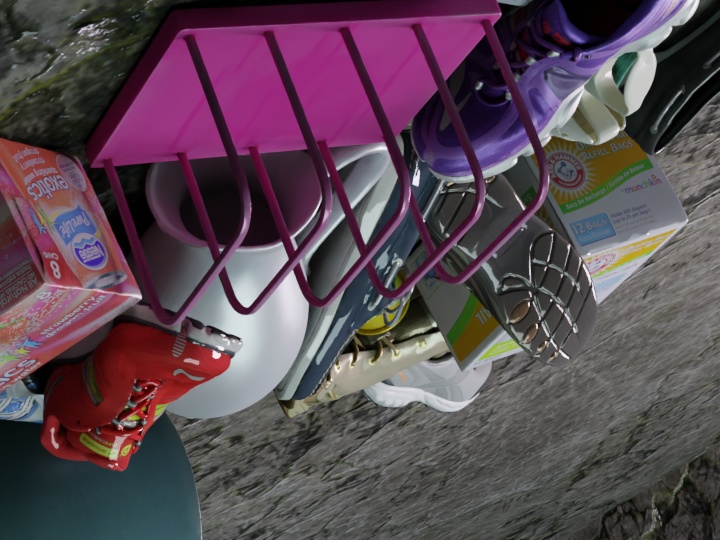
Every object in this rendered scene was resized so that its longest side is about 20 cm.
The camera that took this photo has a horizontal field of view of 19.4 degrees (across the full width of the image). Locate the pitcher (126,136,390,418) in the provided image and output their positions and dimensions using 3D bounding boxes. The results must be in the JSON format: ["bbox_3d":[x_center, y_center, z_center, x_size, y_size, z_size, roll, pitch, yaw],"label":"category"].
[{"bbox_3d":[-0.066,-0.004,1.301,0.171,0.121,0.200,-22,152,-27],"label":"pitcher"}]

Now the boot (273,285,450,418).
[{"bbox_3d":[0.000,0.054,1.647,0.155,0.073,0.200,-22,168,-5],"label":"boot"}]

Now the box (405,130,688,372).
[{"bbox_3d":[0.136,-0.021,1.583,0.112,0.101,0.200,-17,162,-32],"label":"box"}]

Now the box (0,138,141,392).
[{"bbox_3d":[-0.234,0.021,1.134,0.200,0.095,0.103,-32,163,18],"label":"box"}]

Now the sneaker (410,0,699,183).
[{"bbox_3d":[0.105,-0.131,1.229,0.200,0.081,0.083,-41,168,15],"label":"sneaker"}]

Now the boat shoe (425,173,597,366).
[{"bbox_3d":[0.097,-0.015,1.457,0.074,0.073,0.200,-41,124,-7],"label":"boat shoe"}]

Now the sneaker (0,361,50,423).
[{"bbox_3d":[-0.226,0.057,1.338,0.077,0.076,0.200,-4,165,3],"label":"sneaker"}]

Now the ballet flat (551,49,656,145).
[{"bbox_3d":[0.146,-0.120,1.344,0.067,0.070,0.200,-22,164,-19],"label":"ballet flat"}]

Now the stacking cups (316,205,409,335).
[{"bbox_3d":[-0.019,-0.004,1.487,0.060,0.061,0.200,-29,160,8],"label":"stacking cups"}]

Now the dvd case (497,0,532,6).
[{"bbox_3d":[0.086,-0.195,1.093,0.150,0.025,0.200,-36,163,28],"label":"dvd case"}]

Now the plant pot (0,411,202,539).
[{"bbox_3d":[-0.233,0.187,1.505,0.161,0.201,0.201,-1,152,-35],"label":"plant pot"}]

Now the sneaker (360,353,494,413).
[{"bbox_3d":[0.069,0.077,1.851,0.079,0.074,0.200,-40,160,25],"label":"sneaker"}]

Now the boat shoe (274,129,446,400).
[{"bbox_3d":[0.000,0.000,1.363,0.062,0.075,0.200,15,107,-25],"label":"boat shoe"}]

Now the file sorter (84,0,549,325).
[{"bbox_3d":[-0.019,-0.055,1.135,0.200,0.126,0.139,-7,156,-32],"label":"file sorter"}]

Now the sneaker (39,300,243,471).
[{"bbox_3d":[-0.129,0.072,1.204,0.077,0.085,0.200,21,158,-20],"label":"sneaker"}]

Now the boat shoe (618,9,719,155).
[{"bbox_3d":[0.261,-0.152,1.452,0.200,0.057,0.067,-36,162,29],"label":"boat shoe"}]
